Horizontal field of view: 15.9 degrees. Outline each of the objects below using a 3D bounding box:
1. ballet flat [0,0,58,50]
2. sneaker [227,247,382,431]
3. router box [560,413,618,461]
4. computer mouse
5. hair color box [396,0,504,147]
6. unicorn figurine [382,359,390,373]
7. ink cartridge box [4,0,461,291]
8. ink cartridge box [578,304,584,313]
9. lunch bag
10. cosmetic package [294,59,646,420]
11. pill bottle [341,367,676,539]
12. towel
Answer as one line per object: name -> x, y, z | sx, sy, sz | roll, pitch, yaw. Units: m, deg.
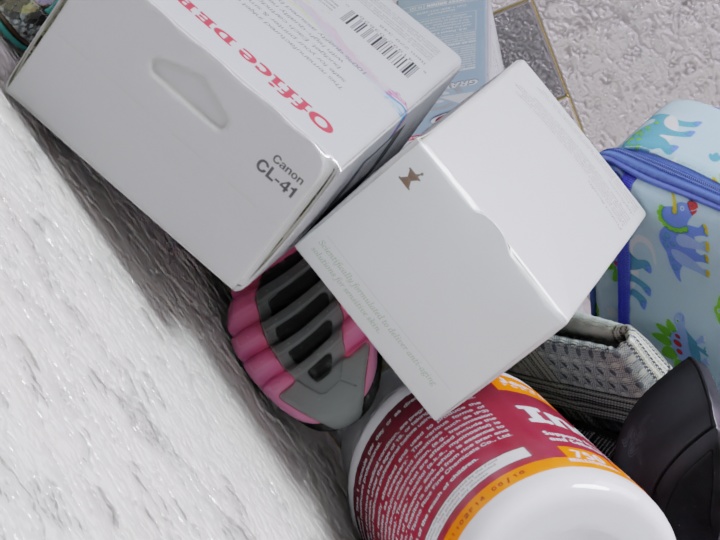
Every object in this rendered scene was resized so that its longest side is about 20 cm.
ballet flat -> -0.160, -0.184, 1.254 | 0.072, 0.072, 0.201 | 47, 13, -43
sneaker -> -0.034, 0.006, 1.288 | 0.096, 0.079, 0.201 | 63, 2, -54
router box -> 0.132, 0.153, 1.410 | 0.157, 0.052, 0.200 | 20, -26, 45
computer mouse -> 0.145, 0.148, 1.208 | 0.201, 0.046, 0.141 | 91, -8, -45
hair color box -> 0.054, -0.074, 1.503 | 0.201, 0.060, 0.100 | -87, 165, -57
unicorn figurine -> 0.000, 0.000, 1.368 | 0.138, 0.073, 0.201 | 114, -34, -51
ink cartridge box -> -0.054, -0.091, 1.203 | 0.147, 0.086, 0.200 | 40, 26, 3
ink cartridge box -> 0.064, -0.010, 1.696 | 0.200, 0.037, 0.095 | 31, -28, 40
lunch bag -> 0.192, 0.020, 1.352 | 0.160, 0.082, 0.201 | 30, -39, 34
cosmetic package -> 0.058, -0.020, 1.218 | 0.108, 0.085, 0.200 | 52, 23, 0
pill bottle -> 0.060, 0.112, 1.198 | 0.113, 0.113, 0.200 | 52, -4, -26
towel -> 0.136, 0.083, 1.377 | 0.193, 0.035, 0.200 | 48, -20, -27
